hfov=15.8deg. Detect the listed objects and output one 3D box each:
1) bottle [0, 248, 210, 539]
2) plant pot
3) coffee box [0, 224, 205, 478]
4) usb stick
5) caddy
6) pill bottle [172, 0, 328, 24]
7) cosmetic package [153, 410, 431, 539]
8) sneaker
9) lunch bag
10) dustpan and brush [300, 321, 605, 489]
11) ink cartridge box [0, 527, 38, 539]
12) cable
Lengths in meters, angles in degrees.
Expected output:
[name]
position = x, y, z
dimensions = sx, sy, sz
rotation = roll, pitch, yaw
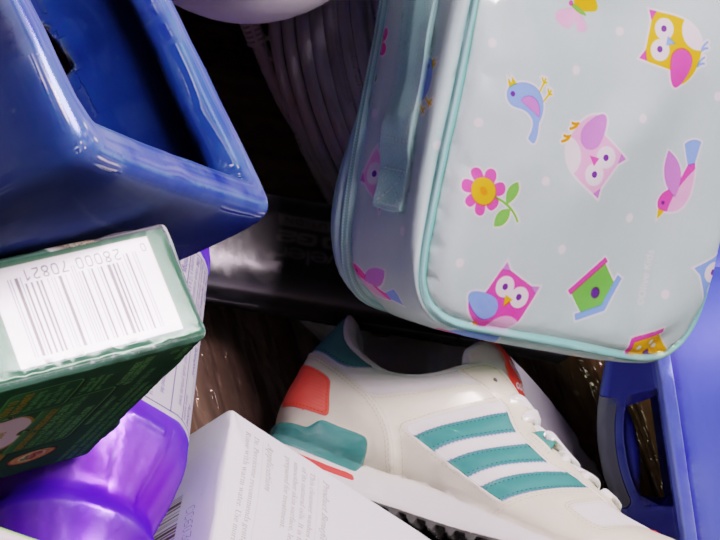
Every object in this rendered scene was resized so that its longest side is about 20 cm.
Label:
[bottle]
position = -0.100, 0.061, 0.927
dimensions = 0.065, 0.084, 0.200
rotation = 33, 40, -29
[plant pot]
position = -0.169, -0.070, 0.834
dimensions = 0.200, 0.180, 0.200
rotation = 64, 10, 10
[coffee box]
position = -0.158, 0.043, 0.785
dimensions = 0.200, 0.123, 0.044
rotation = -15, 75, -29
[usb stick]
position = 0.000, 0.000, 1.079
dimensions = 0.200, 0.033, 0.056
rotation = 10, 61, -17
[caddy]
position = 0.159, 0.074, 1.163
dimensions = 0.141, 0.105, 0.200
rotation = -77, 158, -76
[pill bottle]
position = -0.041, -0.154, 1.000
dimensions = 0.112, 0.112, 0.200
rotation = 52, 6, -6
[cosmetic package]
position = -0.006, 0.155, 0.968
dimensions = 0.200, 0.081, 0.113
rotation = 37, 39, -26
[sneaker]
position = 0.060, 0.075, 1.019
dimensions = 0.070, 0.200, 0.093
rotation = 72, 39, -63
[lunch bag]
position = 0.073, -0.070, 1.022
dimensions = 0.160, 0.077, 0.200
rotation = 9, 94, -32
[dustpan and brush]
position = 0.021, 0.050, 1.116
dimensions = 0.200, 0.057, 0.140
rotation = 56, 23, -11
[ink cartridge box]
position = -0.157, 0.168, 0.676
dimensions = 0.084, 0.200, 0.146
rotation = 23, 47, -41
[cable]
position = 0.036, -0.092, 1.189
dimensions = 0.200, 0.069, 0.200
rotation = -35, 105, -56
